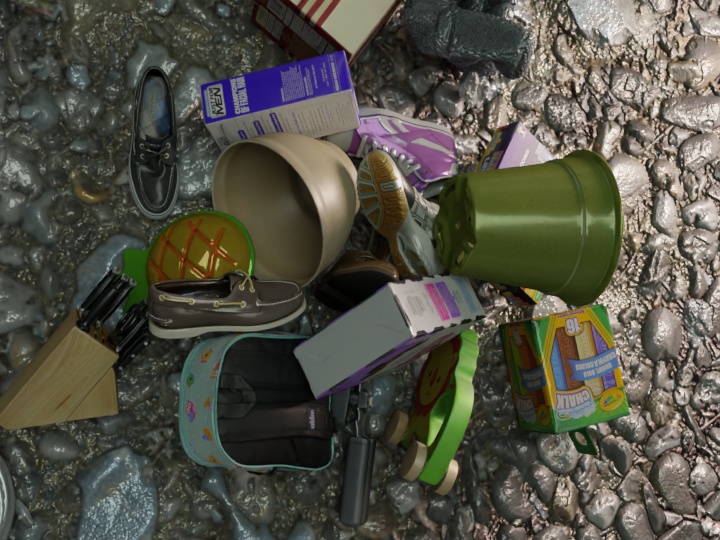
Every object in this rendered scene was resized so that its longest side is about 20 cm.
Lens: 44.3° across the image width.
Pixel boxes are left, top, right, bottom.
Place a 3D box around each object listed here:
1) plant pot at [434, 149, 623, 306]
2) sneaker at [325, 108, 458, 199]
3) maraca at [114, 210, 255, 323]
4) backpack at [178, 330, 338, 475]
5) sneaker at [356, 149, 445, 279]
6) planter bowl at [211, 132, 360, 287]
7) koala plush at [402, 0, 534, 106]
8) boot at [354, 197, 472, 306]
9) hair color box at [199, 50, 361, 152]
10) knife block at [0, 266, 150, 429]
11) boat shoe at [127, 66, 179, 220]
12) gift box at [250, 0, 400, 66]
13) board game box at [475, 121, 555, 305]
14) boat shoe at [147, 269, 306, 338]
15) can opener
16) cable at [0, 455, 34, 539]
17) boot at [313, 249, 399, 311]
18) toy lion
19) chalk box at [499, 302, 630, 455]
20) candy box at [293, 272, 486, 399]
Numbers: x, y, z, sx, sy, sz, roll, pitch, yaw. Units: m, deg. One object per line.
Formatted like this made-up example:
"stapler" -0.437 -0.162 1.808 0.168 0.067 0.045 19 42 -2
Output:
"plant pot" 0.200 -0.055 1.128 0.185 0.200 0.206 0 83 -20
"sneaker" 0.048 -0.158 1.238 0.195 0.073 0.117 4 56 -13
"maraca" -0.229 0.001 1.153 0.196 0.107 0.140 -22 76 8
"backpack" -0.137 0.163 1.110 0.198 0.151 0.181 11 80 -53
"sneaker" 0.062 -0.078 1.175 0.088 0.075 0.203 -45 121 -37
"planter bowl" -0.082 -0.094 1.170 0.134 0.199 0.203 -32 92 -43
"koala plush" 0.162 -0.341 1.258 0.179 0.200 0.182 1 82 15
"boot" 0.091 -0.007 1.256 0.144 0.070 0.203 28 82 -16
"hair color box" -0.103 -0.217 1.174 0.195 0.110 0.066 -14 72 2
"knife block" -0.354 0.092 1.092 0.195 0.064 0.180 -6 109 -15
"boat shoe" -0.272 -0.173 1.179 0.068 0.066 0.205 4 82 -14
"gift box" -0.040 -0.398 1.209 0.199 0.184 0.188 41 77 -10
"board game box" 0.226 -0.080 1.272 0.164 0.056 0.203 38 68 -27
"boat shoe" -0.160 0.034 1.081 0.195 0.072 0.061 -6 120 -15
"can opener" -0.015 0.242 1.213 0.065 0.053 0.205 4 81 19
"cable" -0.518 0.283 1.056 0.197 0.069 0.203 -28 91 -16
"boot" 0.000 0.000 1.161 0.073 0.199 0.076 35 70 -17
"toy lion" 0.107 0.170 1.175 0.068 0.200 0.195 25 96 -11
"chalk box" 0.290 0.162 1.256 0.121 0.125 0.205 -9 84 -15
"candy box" 0.041 0.077 1.112 0.198 0.167 0.073 -9 67 -56
